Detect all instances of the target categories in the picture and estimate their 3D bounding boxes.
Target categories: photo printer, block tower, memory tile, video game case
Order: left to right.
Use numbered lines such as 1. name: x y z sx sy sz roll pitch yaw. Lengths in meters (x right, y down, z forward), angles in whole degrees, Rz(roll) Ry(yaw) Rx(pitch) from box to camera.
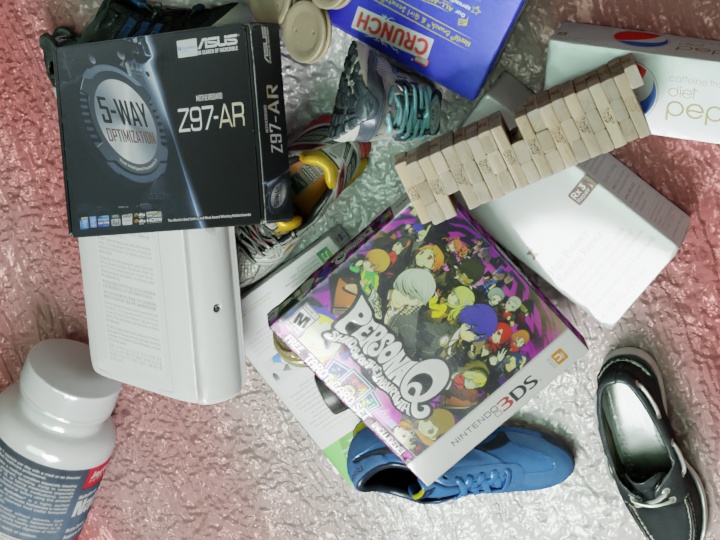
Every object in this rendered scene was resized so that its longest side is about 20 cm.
1. photo printer: -0.176 0.004 1.723 0.166 0.069 0.201 11 112 44
2. memory tile: -0.063 -0.273 1.577 0.200 0.017 0.154 47 125 34
3. video game case: 0.055 0.051 1.617 0.181 0.036 0.200 -41 107 10
4. block tower: 0.128 -0.098 1.519 0.200 0.054 0.058 -24 105 9

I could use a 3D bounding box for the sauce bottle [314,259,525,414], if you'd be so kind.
1. sauce bottle: 0.057 0.061 1.677 0.200 0.065 0.065 -27 102 10

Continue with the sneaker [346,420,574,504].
1. sneaker: 0.087 0.177 1.713 0.199 0.079 0.066 6 128 -3

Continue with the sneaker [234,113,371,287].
1. sneaker: -0.077 -0.053 1.691 0.078 0.082 0.200 41 122 -2

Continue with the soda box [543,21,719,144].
1. soda box: 0.246 -0.145 1.555 0.199 0.064 0.068 9 113 14

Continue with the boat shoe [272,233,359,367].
1. boat shoe: 0.000 0.000 1.653 0.200 0.076 0.072 -43 68 2

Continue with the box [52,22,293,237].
1. box: -0.153 -0.112 1.608 0.199 0.043 0.161 -2 93 30

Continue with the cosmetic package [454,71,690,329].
1. cosmetic package: 0.160 -0.057 1.616 0.200 0.074 0.102 37 118 0

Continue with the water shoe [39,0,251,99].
1. water shoe: -0.189 -0.200 1.675 0.200 0.072 0.079 -19 102 24

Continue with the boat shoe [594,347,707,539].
1. boat shoe: 0.242 0.167 1.687 0.075 0.060 0.200 -17 105 24

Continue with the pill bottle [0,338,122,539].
1. pill bottle: -0.293 0.170 1.837 0.119 0.120 0.200 27 118 6

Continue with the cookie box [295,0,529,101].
1. cookie box: 0.064 -0.264 1.560 0.171 0.075 0.200 29 118 6

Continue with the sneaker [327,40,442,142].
1. sneaker: 0.025 -0.137 1.568 0.086 0.200 0.078 14 99 0

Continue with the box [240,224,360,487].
1. box: -0.014 0.077 1.753 0.144 0.036 0.200 -34 96 27
